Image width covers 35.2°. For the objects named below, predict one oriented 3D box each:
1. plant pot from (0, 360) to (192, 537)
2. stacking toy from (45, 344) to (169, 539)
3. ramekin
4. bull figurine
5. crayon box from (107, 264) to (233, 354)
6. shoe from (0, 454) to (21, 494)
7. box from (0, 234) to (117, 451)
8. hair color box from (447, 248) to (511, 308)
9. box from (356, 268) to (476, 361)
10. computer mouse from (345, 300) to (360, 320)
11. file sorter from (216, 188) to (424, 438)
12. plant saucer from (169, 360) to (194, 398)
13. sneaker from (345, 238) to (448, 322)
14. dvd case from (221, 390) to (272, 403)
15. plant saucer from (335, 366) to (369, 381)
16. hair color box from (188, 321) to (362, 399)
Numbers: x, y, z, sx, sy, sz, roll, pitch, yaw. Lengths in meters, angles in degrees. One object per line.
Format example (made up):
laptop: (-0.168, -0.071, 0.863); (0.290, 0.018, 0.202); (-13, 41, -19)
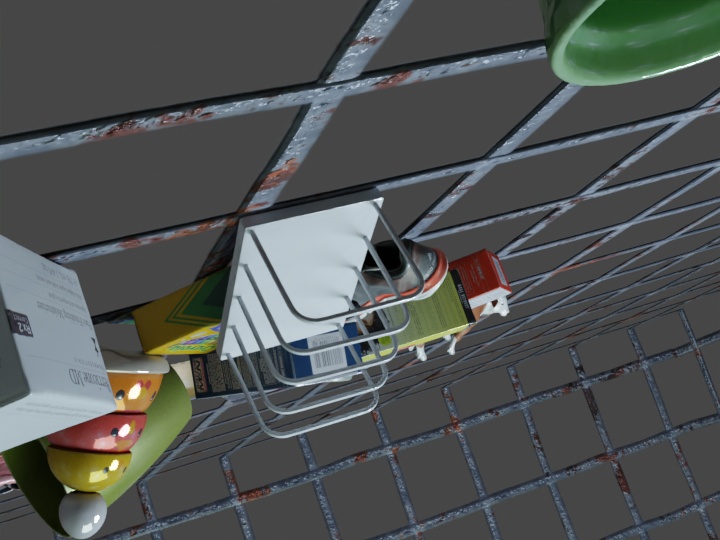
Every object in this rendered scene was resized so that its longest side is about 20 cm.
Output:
plant pot: (-0.312, 0.188, 1.371); (0.200, 0.187, 0.187); (-30, 176, -33)
stacking toy: (-0.280, 0.179, 1.187); (0.146, 0.200, 0.146); (4, 178, 0)
ramekin: (0.171, -0.180, 0.555); (0.200, 0.098, 0.200); (-18, 169, -4)
bull figurine: (0.137, 0.073, 1.747); (0.200, 0.065, 0.122); (-1, 127, -37)
crayon box: (-0.148, 0.042, 1.202); (0.200, 0.052, 0.126); (-23, 168, 21)
shoe: (-0.475, 0.261, 1.587); (0.071, 0.091, 0.200); (-24, 168, 22)
box: (-0.320, 0.073, 0.858); (0.200, 0.131, 0.199); (-20, 169, 1)
hair color box: (0.099, 0.037, 1.564); (0.200, 0.061, 0.102); (-23, 169, 13)
box: (0.033, 0.062, 1.365); (0.200, 0.075, 0.050); (-18, 169, -15)
computer mouse: (-0.073, 0.056, 1.280); (0.200, 0.034, 0.059); (-3, -162, 47)
file sorter: (-0.039, 0.047, 1.057); (0.139, 0.125, 0.200); (-13, 146, -25)
plant saucer: (-0.296, 0.176, 1.631); (0.200, 0.035, 0.200); (-18, 168, -4)
sneaker: (0.000, 0.000, 1.261); (0.200, 0.077, 0.082); (-20, 139, 37)
dvd case: (-0.143, 0.197, 2.035); (0.200, 0.016, 0.149); (-19, 168, -1)
plant saucer: (-0.064, 0.121, 1.533); (0.200, 0.050, 0.200); (2, 179, 0)
hair color box: (-0.099, 0.104, 1.287); (0.100, 0.061, 0.200); (-7, 176, -40)
